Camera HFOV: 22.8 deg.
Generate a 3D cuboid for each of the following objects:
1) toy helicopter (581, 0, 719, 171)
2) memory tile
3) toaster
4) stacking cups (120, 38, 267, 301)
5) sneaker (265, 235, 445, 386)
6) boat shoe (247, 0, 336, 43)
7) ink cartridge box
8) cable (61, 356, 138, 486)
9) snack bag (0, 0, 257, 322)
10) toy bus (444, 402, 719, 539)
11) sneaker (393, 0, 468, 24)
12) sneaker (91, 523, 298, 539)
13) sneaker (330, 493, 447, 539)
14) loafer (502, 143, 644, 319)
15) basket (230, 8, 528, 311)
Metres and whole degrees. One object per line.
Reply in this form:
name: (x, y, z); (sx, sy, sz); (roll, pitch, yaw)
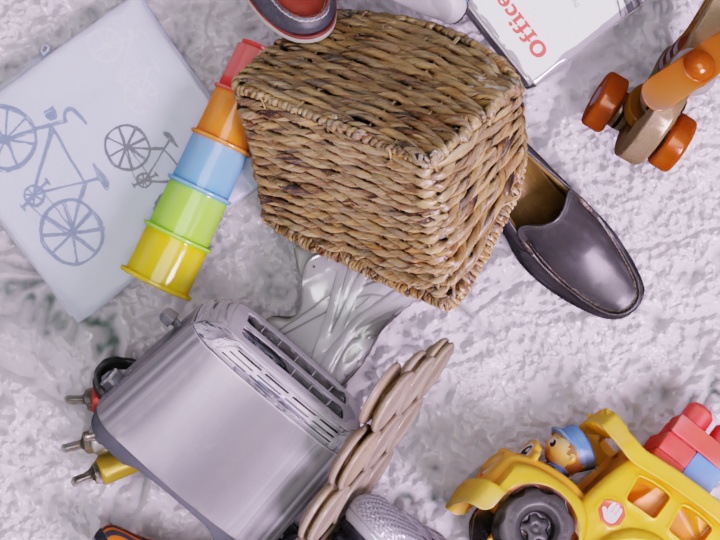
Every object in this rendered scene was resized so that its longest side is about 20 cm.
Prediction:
toy helicopter: (0.249, -0.169, 1.333); (0.079, 0.132, 0.200); (31, 93, -2)
memory tile: (0.000, 0.141, 1.300); (0.017, 0.153, 0.200); (33, 110, 11)
toaster: (-0.088, 0.116, 1.315); (0.200, 0.114, 0.129); (41, 103, -6)
stacking cups: (-0.111, -0.077, 1.362); (0.060, 0.061, 0.200); (27, 88, -2)
sneaker: (0.000, 0.000, 1.373); (0.099, 0.078, 0.200); (42, 92, 0)
boat shoe: (-0.062, -0.263, 1.322); (0.071, 0.063, 0.200); (-10, 69, -17)
ink cartridge box: (0.161, -0.254, 1.349); (0.200, 0.086, 0.147); (-38, 93, 4)
cable: (-0.135, 0.113, 1.407); (0.200, 0.050, 0.097); (-4, 80, -12)
snack bag: (-0.198, -0.092, 1.391); (0.200, 0.021, 0.189); (-37, 94, -1)
toy bus: (0.192, 0.173, 1.367); (0.200, 0.136, 0.192); (35, 80, 0)
sneaker: (-0.013, -0.220, 1.270); (0.200, 0.075, 0.087); (31, 70, -20)
sneaker: (-0.104, 0.228, 1.395); (0.200, 0.078, 0.112); (33, 89, -13)
sneaker: (0.024, 0.249, 1.355); (0.114, 0.075, 0.200); (-47, 135, 3)
loafer: (0.142, -0.037, 1.371); (0.200, 0.072, 0.073); (43, 92, -4)
basket: (0.025, -0.091, 1.323); (0.200, 0.149, 0.143); (23, 52, 33)
